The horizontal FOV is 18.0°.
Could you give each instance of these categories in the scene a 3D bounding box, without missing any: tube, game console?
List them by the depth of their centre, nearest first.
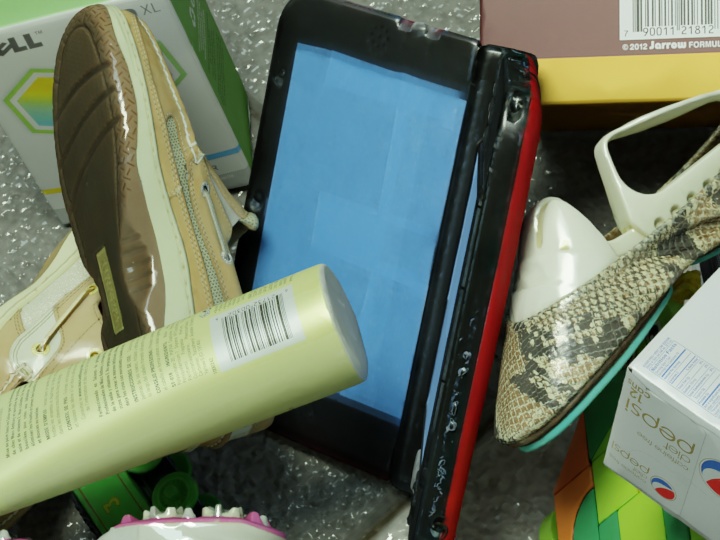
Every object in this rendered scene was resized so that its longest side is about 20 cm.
[{"bbox_3d":[-0.096,0.055,0.922,0.199,0.058,0.052,-21,80,8],"label":"tube"},{"bbox_3d":[0.000,0.000,0.950,0.118,0.201,0.172,11,15,1],"label":"game console"}]

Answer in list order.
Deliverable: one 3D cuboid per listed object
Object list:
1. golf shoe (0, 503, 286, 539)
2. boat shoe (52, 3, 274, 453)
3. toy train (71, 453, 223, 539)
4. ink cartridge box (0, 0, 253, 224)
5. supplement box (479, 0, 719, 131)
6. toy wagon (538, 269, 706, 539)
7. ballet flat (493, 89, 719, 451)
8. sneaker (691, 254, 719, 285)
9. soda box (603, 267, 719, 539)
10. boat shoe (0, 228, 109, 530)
[{"bbox_3d":[-0.127,0.149,0.927,0.198,0.075,0.092,-7,80,10],"label":"golf shoe"},{"bbox_3d":[-0.082,-0.020,1.002,0.076,0.072,0.201,-7,83,-32],"label":"boat shoe"},{"bbox_3d":[-0.062,0.147,0.975,0.056,0.042,0.200,-40,55,0],"label":"toy train"},{"bbox_3d":[-0.127,-0.110,1.064,0.103,0.200,0.060,-12,53,8],"label":"ink cartridge box"},{"bbox_3d":[0.158,-0.170,1.013,0.196,0.133,0.202,-1,89,16],"label":"supplement box"},{"bbox_3d":[0.122,0.086,0.901,0.039,0.155,0.201,15,51,-25],"label":"toy wagon"},{"bbox_3d":[0.110,-0.016,0.899,0.200,0.075,0.068,-40,11,-18],"label":"ballet flat"},{"bbox_3d":[0.197,0.019,0.935,0.075,0.114,0.201,-21,54,-7],"label":"sneaker"},{"bbox_3d":[0.174,0.008,0.827,0.064,0.068,0.200,36,60,20],"label":"soda box"},{"bbox_3d":[-0.127,0.041,1.028,0.066,0.074,0.201,7,51,31],"label":"boat shoe"}]
